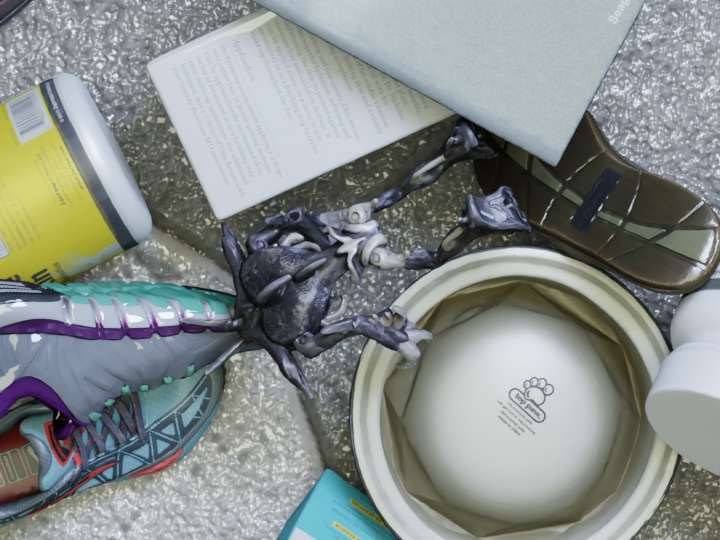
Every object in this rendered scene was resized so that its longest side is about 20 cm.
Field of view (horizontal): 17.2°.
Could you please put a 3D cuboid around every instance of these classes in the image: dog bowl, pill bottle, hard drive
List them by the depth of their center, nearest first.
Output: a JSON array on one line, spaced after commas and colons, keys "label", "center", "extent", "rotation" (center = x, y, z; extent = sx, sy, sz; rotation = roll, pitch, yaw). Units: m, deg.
[{"label": "hard drive", "center": [0.054, -0.166, 1.301], "extent": [0.199, 0.033, 0.140], "rotation": [28, 100, 0]}, {"label": "pill bottle", "center": [0.249, 0.016, 1.379], "extent": [0.113, 0.114, 0.201], "rotation": [31, 65, -1]}, {"label": "pill bottle", "center": [-0.232, -0.025, 1.403], "extent": [0.199, 0.112, 0.113], "rotation": [-27, 91, 0]}, {"label": "dog bowl", "center": [0.091, 0.086, 1.431], "extent": [0.198, 0.074, 0.202], "rotation": [0, 90, -1]}]

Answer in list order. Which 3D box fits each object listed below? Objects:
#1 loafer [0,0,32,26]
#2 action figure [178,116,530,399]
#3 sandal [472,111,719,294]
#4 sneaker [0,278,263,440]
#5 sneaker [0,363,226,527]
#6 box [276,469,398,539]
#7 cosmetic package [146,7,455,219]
[{"label": "loafer", "center": [-0.183, -0.216, 1.426], "extent": [0.072, 0.063, 0.200], "rotation": [44, 90, -2]}, {"label": "action figure", "center": [0.000, 0.000, 1.353], "extent": [0.199, 0.102, 0.119], "rotation": [-31, 66, 12]}, {"label": "sandal", "center": [0.141, -0.044, 1.404], "extent": [0.200, 0.055, 0.082], "rotation": [34, 87, 38]}, {"label": "sneaker", "center": [-0.143, 0.053, 1.379], "extent": [0.199, 0.074, 0.088], "rotation": [3, 99, -28]}, {"label": "sneaker", "center": [-0.168, 0.104, 1.414], "extent": [0.199, 0.096, 0.080], "rotation": [-29, 92, -1]}, {"label": "box", "center": [-0.023, 0.196, 1.367], "extent": [0.082, 0.200, 0.049], "rotation": [34, 116, -2]}, {"label": "cosmetic package", "center": [-0.010, -0.118, 1.367], "extent": [0.199, 0.071, 0.102], "rotation": [-23, 97, 9]}]
